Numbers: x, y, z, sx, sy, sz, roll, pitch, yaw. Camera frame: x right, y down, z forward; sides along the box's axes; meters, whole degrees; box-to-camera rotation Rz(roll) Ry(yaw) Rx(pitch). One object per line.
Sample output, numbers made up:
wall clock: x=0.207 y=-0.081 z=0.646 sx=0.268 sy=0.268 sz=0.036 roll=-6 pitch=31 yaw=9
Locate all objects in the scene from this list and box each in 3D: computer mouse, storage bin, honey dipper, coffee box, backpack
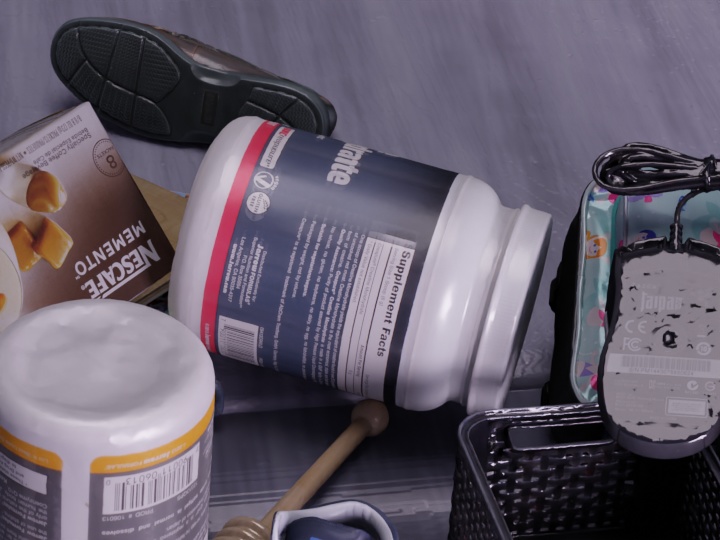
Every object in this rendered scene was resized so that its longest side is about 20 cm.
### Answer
computer mouse: x=0.198 y=0.021 z=1.522 sx=0.140 sy=0.046 sz=0.201 roll=-1 pitch=58 yaw=4
storage bin: x=0.131 y=0.163 z=1.464 sx=0.135 sy=0.094 sz=0.200 roll=-3 pitch=33 yaw=-13
honey dipper: x=-0.035 y=0.123 z=1.559 sx=0.038 sy=0.038 sz=0.200 roll=19 pitch=36 yaw=19
coffee box: x=-0.214 y=0.002 z=1.576 sx=0.080 sy=0.115 sz=0.200 roll=-18 pitch=14 yaw=48
backpack: x=0.219 y=0.029 z=1.627 sx=0.199 sy=0.151 sz=0.178 roll=10 pitch=58 yaw=-5

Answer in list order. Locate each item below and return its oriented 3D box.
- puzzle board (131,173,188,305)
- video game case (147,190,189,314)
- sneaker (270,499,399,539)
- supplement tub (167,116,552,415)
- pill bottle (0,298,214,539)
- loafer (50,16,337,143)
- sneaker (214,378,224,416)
puzzle board: x=-0.190 y=-0.019 z=1.740 sx=0.200 sy=0.017 sz=0.151 roll=23 pitch=44 yaw=37
video game case: x=-0.062 y=0.005 z=1.742 sx=0.199 sy=0.018 sz=0.143 roll=10 pitch=35 yaw=6
sneaker: x=-0.034 y=0.195 z=1.391 sx=0.070 sy=0.109 sz=0.200 roll=15 pitch=36 yaw=15
supplement tub: x=0.000 y=0.000 z=1.618 sx=0.199 sy=0.141 sz=0.140 roll=16 pitch=36 yaw=7
pill bottle: x=-0.133 y=0.124 z=1.400 sx=0.116 sy=0.201 sz=0.117 roll=4 pitch=35 yaw=-3
loafer: x=-0.111 y=-0.122 z=1.890 sx=0.199 sy=0.072 sz=0.063 roll=20 pitch=17 yaw=9
sneaker: x=-0.149 y=0.092 z=1.562 sx=0.081 sy=0.074 sz=0.200 roll=26 pitch=42 yaw=19
